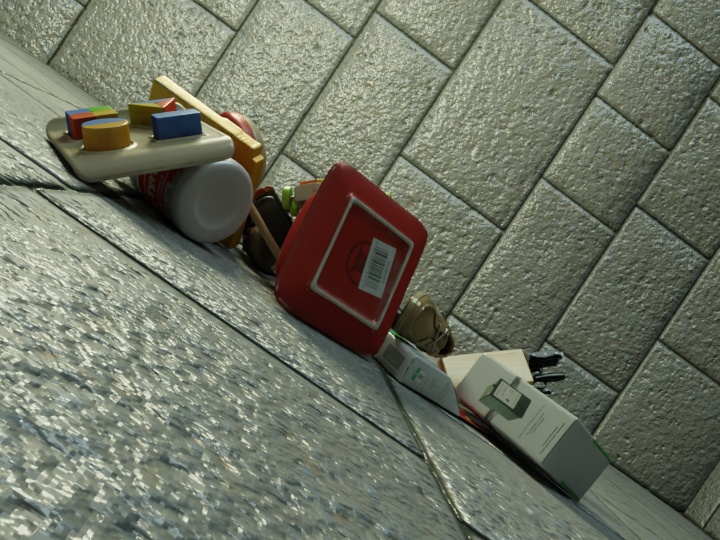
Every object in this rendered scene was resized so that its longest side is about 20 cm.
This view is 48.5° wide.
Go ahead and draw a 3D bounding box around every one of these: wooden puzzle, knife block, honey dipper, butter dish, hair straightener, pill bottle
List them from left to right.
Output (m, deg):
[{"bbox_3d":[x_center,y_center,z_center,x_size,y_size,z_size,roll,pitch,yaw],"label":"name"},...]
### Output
[{"bbox_3d":[-0.268,-0.169,0.954,0.183,0.047,0.200,-13,30,-26],"label":"wooden puzzle"},{"bbox_3d":[-0.236,-0.126,1.054,0.199,0.113,0.112,36,1,41],"label":"pill bottle"},{"bbox_3d":[-0.136,-0.059,1.108,0.202,0.038,0.038,61,-6,-15],"label":"honey dipper"},{"bbox_3d":[-0.103,-0.023,1.175,0.077,0.040,0.202,-103,171,-61],"label":"hair straightener"},{"bbox_3d":[-0.037,-0.015,1.068,0.199,0.202,0.147,34,-16,-36],"label":"butter dish"},{"bbox_3d":[0.244,0.170,1.328,0.200,0.174,0.065,37,30,-50],"label":"knife block"}]

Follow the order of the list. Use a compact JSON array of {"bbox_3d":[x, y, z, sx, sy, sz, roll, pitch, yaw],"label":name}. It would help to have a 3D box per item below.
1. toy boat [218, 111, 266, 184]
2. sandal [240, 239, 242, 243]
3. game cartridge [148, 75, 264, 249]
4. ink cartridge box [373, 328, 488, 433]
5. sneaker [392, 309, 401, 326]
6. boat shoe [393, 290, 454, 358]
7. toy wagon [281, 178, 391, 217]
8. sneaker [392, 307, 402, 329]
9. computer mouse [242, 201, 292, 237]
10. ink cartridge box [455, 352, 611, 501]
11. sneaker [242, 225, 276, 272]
[{"bbox_3d":[-0.250,-0.174,1.286,0.130,0.198,0.132,-14,83,-58],"label":"toy boat"},{"bbox_3d":[-0.171,-0.051,1.479,0.202,0.050,0.082,34,1,-38],"label":"sandal"},{"bbox_3d":[-0.235,-0.154,1.157,0.199,0.178,0.032,35,38,13],"label":"game cartridge"},{"bbox_3d":[0.097,0.151,1.182,0.199,0.050,0.161,32,3,-32],"label":"ink cartridge box"},{"bbox_3d":[0.000,0.000,1.231,0.199,0.083,0.072,40,-15,12],"label":"sneaker"},{"bbox_3d":[0.102,0.084,1.169,0.064,0.072,0.200,36,-2,21],"label":"boat shoe"},{"bbox_3d":[-0.029,-0.096,1.178,0.152,0.040,0.200,4,-4,4],"label":"toy wagon"},{"bbox_3d":[0.003,0.076,1.326,0.078,0.076,0.199,17,5,-35],"label":"sneaker"},{"bbox_3d":[-0.209,-0.101,1.268,0.200,0.137,0.053,41,40,-50],"label":"computer mouse"},{"bbox_3d":[0.251,0.228,1.183,0.146,0.084,0.200,45,-6,-39],"label":"ink cartridge box"},{"bbox_3d":[-0.161,-0.036,1.270,0.074,0.072,0.200,16,-6,9],"label":"sneaker"}]
